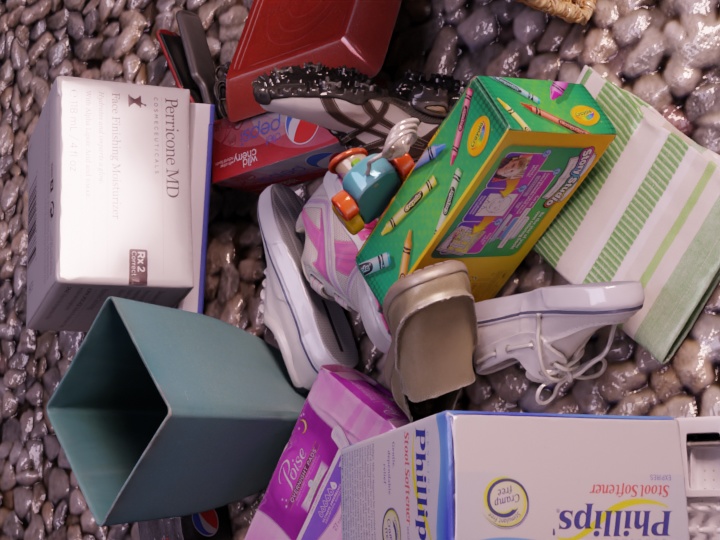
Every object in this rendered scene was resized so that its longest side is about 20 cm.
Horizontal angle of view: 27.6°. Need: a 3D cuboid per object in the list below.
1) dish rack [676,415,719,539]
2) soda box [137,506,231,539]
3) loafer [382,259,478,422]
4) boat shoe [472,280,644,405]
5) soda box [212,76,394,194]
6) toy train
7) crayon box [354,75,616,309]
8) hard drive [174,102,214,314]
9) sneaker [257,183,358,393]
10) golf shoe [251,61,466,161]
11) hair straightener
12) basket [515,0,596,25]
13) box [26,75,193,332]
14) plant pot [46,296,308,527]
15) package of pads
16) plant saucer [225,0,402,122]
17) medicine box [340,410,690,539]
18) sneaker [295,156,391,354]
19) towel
[{"bbox_3d":[0.262,0.203,1.012,0.170,0.043,0.203,-8,76,43],"label":"dish rack"},{"bbox_3d":[-0.164,0.283,1.402,0.070,0.063,0.202,-29,62,38],"label":"soda box"},{"bbox_3d":[0.060,0.062,1.158,0.201,0.075,0.069,89,159,-59],"label":"loafer"},{"bbox_3d":[0.146,0.058,1.122,0.201,0.074,0.087,-14,82,56],"label":"boat shoe"},{"bbox_3d":[-0.051,-0.125,1.366,0.199,0.070,0.064,-14,73,42],"label":"soda box"},{"bbox_3d":[0.049,-0.098,1.173,0.056,0.199,0.151,49,123,22],"label":"toy train"},{"bbox_3d":[0.095,-0.056,1.141,0.201,0.118,0.059,-56,51,36],"label":"crayon box"},{"bbox_3d":[-0.176,-0.065,1.454,0.132,0.025,0.203,-161,74,-69],"label":"hard drive"},{"bbox_3d":[-0.066,0.017,1.351,0.071,0.073,0.202,-33,60,31],"label":"sneaker"},{"bbox_3d":[0.003,-0.120,1.230,0.078,0.198,0.095,-124,42,-60],"label":"golf shoe"},{"bbox_3d":[-0.152,-0.187,1.498,0.077,0.041,0.202,-39,57,33],"label":"hair straightener"},{"bbox_3d":[0.107,-0.299,1.154,0.149,0.199,0.144,34,104,45],"label":"basket"},{"bbox_3d":[-0.246,-0.056,1.420,0.200,0.129,0.201,143,126,-64],"label":"box"},{"bbox_3d":[-0.146,0.129,1.315,0.142,0.199,0.142,-56,48,26],"label":"plant pot"},{"bbox_3d":[-0.020,0.195,1.269,0.120,0.075,0.202,35,106,41],"label":"package of pads"},{"bbox_3d":[-0.041,-0.247,1.354,0.198,0.037,0.202,-11,53,43],"label":"plant saucer"},{"bbox_3d":[0.102,0.165,1.037,0.200,0.180,0.104,147,124,-63],"label":"medicine box"},{"bbox_3d":[0.000,0.000,1.292,0.088,0.081,0.201,-46,46,30],"label":"sneaker"},{"bbox_3d":[0.207,-0.049,1.133,0.200,0.023,0.154,44,114,38],"label":"towel"}]
